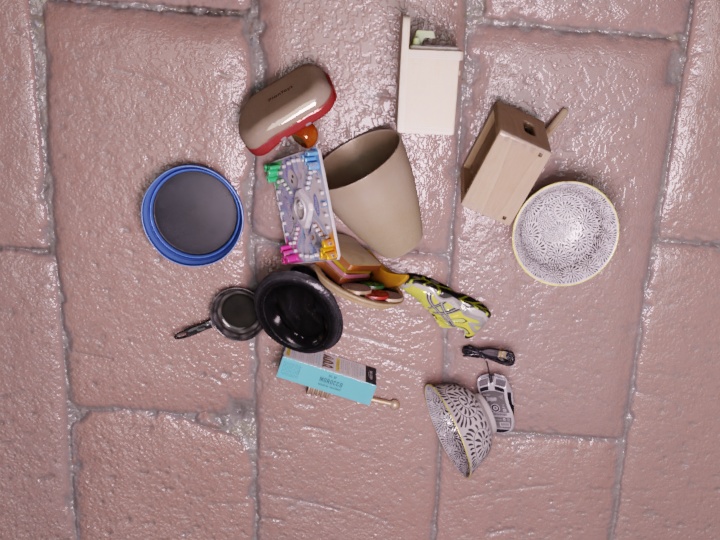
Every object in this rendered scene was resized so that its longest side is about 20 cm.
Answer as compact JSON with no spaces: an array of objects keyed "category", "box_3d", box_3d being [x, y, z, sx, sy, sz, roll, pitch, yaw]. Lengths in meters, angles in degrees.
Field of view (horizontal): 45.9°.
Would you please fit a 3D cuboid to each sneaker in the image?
[{"category":"sneaker","box_3d":[0.160,0.072,1.694,0.199,0.075,0.077,27,105,-6]}]

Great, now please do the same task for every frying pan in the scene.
[{"category":"frying pan","box_3d":[-0.273,0.111,1.729,0.190,0.031,0.115,-40,103,15]}]

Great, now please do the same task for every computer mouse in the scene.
[{"category":"computer mouse","box_3d":[0.276,0.244,1.757,0.109,0.044,0.201,-1,113,26]}]

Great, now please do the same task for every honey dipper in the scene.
[{"category":"honey dipper","box_3d":[-0.014,0.263,1.773,0.198,0.038,0.038,15,106,-7]}]

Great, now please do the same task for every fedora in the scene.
[{"category":"fedora","box_3d":[-0.113,0.064,1.670,0.199,0.092,0.202,8,127,11]}]

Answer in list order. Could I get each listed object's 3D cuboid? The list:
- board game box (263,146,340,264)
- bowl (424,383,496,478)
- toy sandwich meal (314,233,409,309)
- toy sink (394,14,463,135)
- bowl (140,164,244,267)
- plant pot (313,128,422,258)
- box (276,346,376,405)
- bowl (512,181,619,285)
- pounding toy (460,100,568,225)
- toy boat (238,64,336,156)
[{"category":"board game box","box_3d":[-0.112,-0.112,1.564,0.026,0.200,0.202,-13,95,-30]},{"category":"bowl","box_3d":[0.214,0.307,1.717,0.094,0.201,0.202,-21,106,-11]},{"category":"toy sandwich meal","box_3d":[0.000,0.000,1.618,0.204,0.205,0.071,20,109,-6]},{"category":"toy sink","box_3d":[0.123,-0.355,1.536,0.111,0.130,0.202,2,106,-1]},{"category":"bowl","box_3d":[-0.324,-0.108,1.658,0.199,0.039,0.202,0,107,0]},{"category":"plant pot","box_3d":[0.036,-0.129,1.593,0.186,0.188,0.201,-27,119,8]},{"category":"box","box_3d":[-0.067,0.208,1.732,0.199,0.082,0.049,18,108,-5]},{"category":"bowl","box_3d":[0.383,-0.080,1.629,0.199,0.094,0.202,0,108,0]},{"category":"pounding toy","box_3d":[0.286,-0.211,1.566,0.141,0.200,0.185,23,120,-7]},{"category":"toy boat","box_3d":[-0.125,-0.277,1.578,0.199,0.131,0.131,-29,134,9]}]
